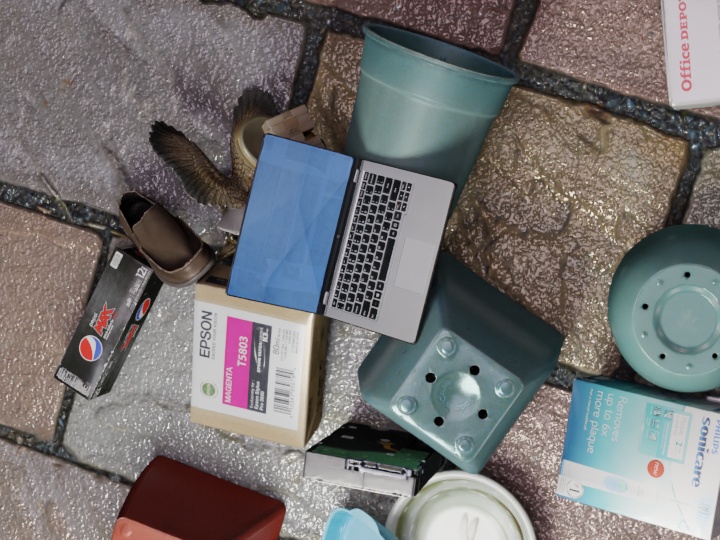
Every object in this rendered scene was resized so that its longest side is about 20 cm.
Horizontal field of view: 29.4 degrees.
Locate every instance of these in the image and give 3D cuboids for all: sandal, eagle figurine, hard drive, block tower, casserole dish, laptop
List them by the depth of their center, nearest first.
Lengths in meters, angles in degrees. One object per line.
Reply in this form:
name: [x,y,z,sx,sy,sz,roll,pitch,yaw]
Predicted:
laptop: [-0.021,-0.035,1.543,0.198,0.116,0.190,16,94,27]
block tower: [-0.051,-0.093,1.640,0.057,0.054,0.202,-24,90,-15]
hard drive: [0.021,0.230,1.674,0.138,0.200,0.038,8,95,13]
sandal: [-0.064,-0.136,1.702,0.199,0.081,0.054,32,145,-22]
eagle figurine: [-0.169,-0.120,1.743,0.150,0.151,0.202,-14,95,35]
casserole dish: [-0.003,0.391,1.744,0.121,0.039,0.202,30,117,37]

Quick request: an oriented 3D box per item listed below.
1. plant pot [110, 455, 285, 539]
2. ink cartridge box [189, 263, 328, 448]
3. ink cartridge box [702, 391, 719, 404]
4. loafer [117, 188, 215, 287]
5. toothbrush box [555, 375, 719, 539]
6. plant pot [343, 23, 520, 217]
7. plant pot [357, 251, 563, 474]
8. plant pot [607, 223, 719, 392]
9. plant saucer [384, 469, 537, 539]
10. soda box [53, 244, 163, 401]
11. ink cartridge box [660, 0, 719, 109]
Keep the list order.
plant pot: [-0.234,0.378,1.762,0.198,0.176,0.202,18,97,12]
ink cartridge box: [-0.129,0.109,1.744,0.163,0.075,0.202,10,114,13]
ink cartridge box: [0.493,0.245,1.634,0.197,0.057,0.165,11,96,10]
loafer: [-0.258,-0.043,1.746,0.073,0.071,0.199,-46,44,-12]
toothbrush box: [0.345,0.217,1.621,0.198,0.085,0.148,13,97,32]
plant pot: [0.068,-0.171,1.653,0.198,0.200,0.198,22,107,12]
plant pot: [0.116,0.125,1.628,0.195,0.200,0.197,34,101,-2]
plant pot: [0.382,0.051,1.592,0.198,0.161,0.204,1,94,14]
plant saucer: [0.128,0.348,1.731,0.197,0.050,0.203,1,93,14]
soda box: [-0.329,0.068,1.820,0.063,0.071,0.202,30,100,10]
ink cartridge box: [0.454,-0.270,1.593,0.197,0.084,0.148,-4,92,15]
